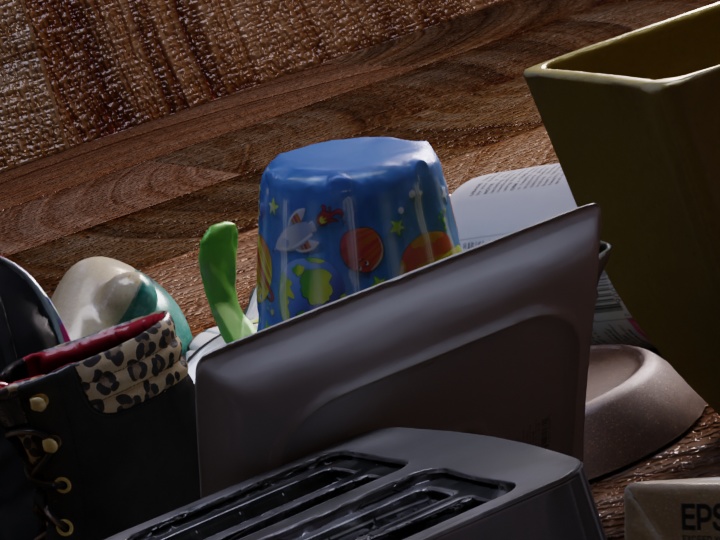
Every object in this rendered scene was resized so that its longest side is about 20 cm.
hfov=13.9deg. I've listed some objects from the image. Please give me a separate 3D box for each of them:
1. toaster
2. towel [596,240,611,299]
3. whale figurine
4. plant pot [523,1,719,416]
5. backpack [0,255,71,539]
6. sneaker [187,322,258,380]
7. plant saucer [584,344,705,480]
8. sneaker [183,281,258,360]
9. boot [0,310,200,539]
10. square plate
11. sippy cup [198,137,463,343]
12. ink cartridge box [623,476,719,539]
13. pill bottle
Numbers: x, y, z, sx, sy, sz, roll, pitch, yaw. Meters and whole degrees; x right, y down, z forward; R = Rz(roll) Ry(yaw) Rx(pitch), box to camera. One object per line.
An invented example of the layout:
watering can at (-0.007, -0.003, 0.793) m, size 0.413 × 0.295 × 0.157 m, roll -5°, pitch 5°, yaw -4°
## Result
toaster at (0.002, 0.144, 1.099) m, size 0.199 × 0.119 × 0.181 m, roll -21°, pitch 12°, yaw -25°
towel at (0.020, 0.083, 1.316) m, size 0.192 × 0.201 × 0.035 m, roll -20°, pitch 54°, yaw -29°
whale figurine at (-0.151, 0.077, 1.746) m, size 0.103 × 0.160 × 0.200 m, roll 27°, pitch 16°, yaw -13°
plant pot at (0.222, -0.029, 1.433) m, size 0.195 × 0.201 × 0.194 m, roll -20°, pitch 11°, yaw -13°
backpack at (-0.212, 0.096, 1.474) m, size 0.177 × 0.201 × 0.151 m, roll -20°, pitch -9°, yaw -12°
sneaker at (-0.065, 0.097, 1.633) m, size 0.115 × 0.076 × 0.200 m, roll 6°, pitch 31°, yaw 43°
plant saucer at (0.081, 0.080, 1.551) m, size 0.199 × 0.035 × 0.200 m, roll -17°, pitch 10°, yaw 3°
sneaker at (-0.030, 0.046, 1.816) m, size 0.090 × 0.079 × 0.200 m, roll -4°, pitch 22°, yaw 25°
boot at (-0.140, 0.119, 1.351) m, size 0.199 × 0.151 × 0.073 m, roll -23°, pitch 13°, yaw -18°
square plate at (0.023, 0.086, 1.248) m, size 0.197 × 0.201 × 0.028 m, roll -21°, pitch 43°, yaw -25°
sippy cup at (0.000, 0.000, 1.580) m, size 0.177 × 0.131 × 0.140 m, roll -6°, pitch 14°, yaw 0°
ink cartridge box at (0.211, 0.103, 0.977) m, size 0.164 × 0.076 × 0.199 m, roll 0°, pitch -3°, yaw -39°
pill bottle at (0.113, -0.005, 1.721) m, size 0.199 × 0.114 × 0.113 m, roll -7°, pitch 14°, yaw 40°
